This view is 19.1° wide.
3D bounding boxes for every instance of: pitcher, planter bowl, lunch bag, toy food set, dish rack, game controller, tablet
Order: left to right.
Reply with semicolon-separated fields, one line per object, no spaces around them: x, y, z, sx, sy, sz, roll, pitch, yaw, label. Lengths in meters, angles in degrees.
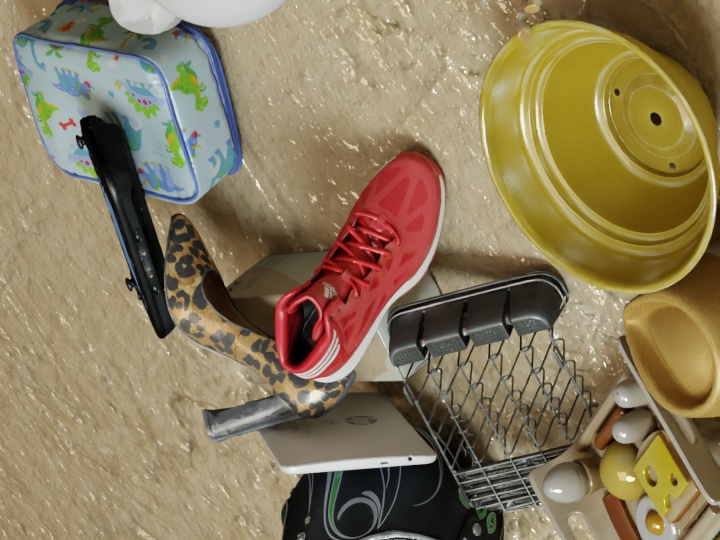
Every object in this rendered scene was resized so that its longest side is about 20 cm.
-0.197;-0.035;1.818;0.105;0.042;0.200;-106;1;-48;game controller
-0.199;-0.143;1.841;0.199;0.082;0.161;14;131;39;lunch bag
-0.128;-0.269;1.634;0.200;0.121;0.172;4;112;58;pitcher
-0.020;0.134;1.814;0.200;0.130;0.014;-135;43;-72;tablet
0.120;0.106;1.723;0.153;0.055;0.200;-14;121;24;dish rack
0.196;0.159;1.601;0.144;0.060;0.200;62;151;25;toy food set
0.183;-0.091;1.474;0.200;0.083;0.201;27;132;34;planter bowl

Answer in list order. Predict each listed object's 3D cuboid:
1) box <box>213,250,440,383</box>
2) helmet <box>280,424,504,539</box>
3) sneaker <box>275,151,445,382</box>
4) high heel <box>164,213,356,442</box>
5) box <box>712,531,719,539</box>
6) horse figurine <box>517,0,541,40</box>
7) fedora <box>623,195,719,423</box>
-0.023;0.038;1.828;0.200;0.078;0.095;-6;116;49;box
0.027;0.228;1.859;0.199;0.191;0.201;1;122;1;helmet
0.000;0.000;1.661;0.078;0.116;0.201;25;96;11;sneaker
-0.084;0.033;1.798;0.142;0.071;0.201;-18;85;23;high heel
0.310;0.164;1.560;0.048;0.117;0.200;35;143;7;box
0.137;-0.240;1.390;0.050;0.133;0.200;12;156;-27;horse figurine
0.242;0.045;1.490;0.200;0.081;0.202;167;90;-69;fedora
